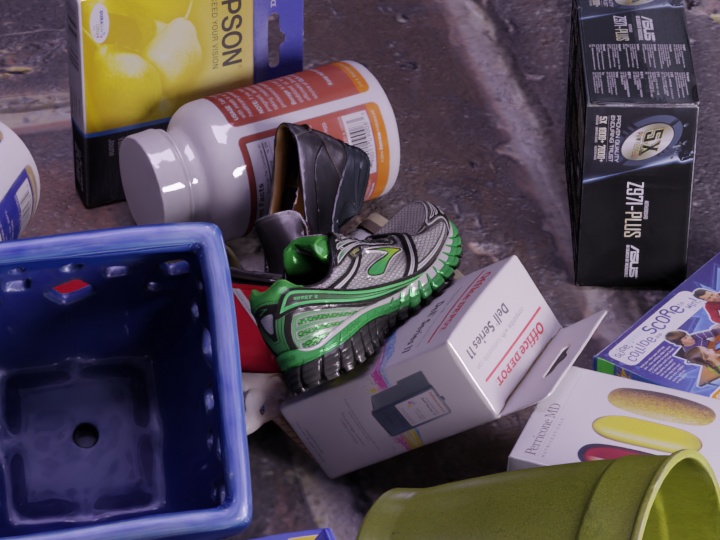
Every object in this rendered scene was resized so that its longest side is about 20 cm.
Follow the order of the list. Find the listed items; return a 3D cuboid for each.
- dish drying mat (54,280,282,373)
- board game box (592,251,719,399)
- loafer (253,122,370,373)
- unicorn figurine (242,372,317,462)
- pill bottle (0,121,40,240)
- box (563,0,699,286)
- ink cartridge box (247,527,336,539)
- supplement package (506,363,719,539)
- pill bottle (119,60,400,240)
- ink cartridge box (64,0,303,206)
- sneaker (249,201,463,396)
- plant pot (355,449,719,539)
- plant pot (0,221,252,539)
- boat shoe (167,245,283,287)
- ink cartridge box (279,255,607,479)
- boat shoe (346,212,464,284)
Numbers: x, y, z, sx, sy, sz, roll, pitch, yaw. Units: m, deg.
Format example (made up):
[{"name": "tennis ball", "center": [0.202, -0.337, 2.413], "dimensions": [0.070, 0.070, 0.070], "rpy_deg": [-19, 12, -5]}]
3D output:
[{"name": "dish drying mat", "center": [-0.136, 0.033, 1.816], "dimensions": [0.200, 0.018, 0.077], "rpy_deg": [6, 51, 19]}, {"name": "board game box", "center": [0.277, 0.052, 1.909], "dimensions": [0.135, 0.035, 0.200], "rpy_deg": [24, 41, 31]}, {"name": "loafer", "center": [-0.050, -0.018, 1.936], "dimensions": [0.072, 0.073, 0.200], "rpy_deg": [30, 49, -27]}, {"name": "unicorn figurine", "center": [-0.138, 0.076, 1.839], "dimensions": [0.137, 0.074, 0.200], "rpy_deg": [-22, 43, -23]}, {"name": "pill bottle", "center": [-0.323, -0.023, 1.941], "dimensions": [0.119, 0.120, 0.200], "rpy_deg": [9, 35, 12]}, {"name": "box", "center": [0.206, -0.108, 2.031], "dimensions": [0.086, 0.164, 0.200], "rpy_deg": [0, 34, 1]}, {"name": "ink cartridge box", "center": [-0.035, 0.241, 1.488], "dimensions": [0.076, 0.200, 0.137], "rpy_deg": [-9, 36, -13]}, {"name": "supplement package", "center": [0.203, 0.153, 1.698], "dimensions": [0.200, 0.110, 0.114], "rpy_deg": [12, 36, 17]}, {"name": "pill bottle", "center": [-0.079, -0.088, 2.044], "dimensions": [0.200, 0.112, 0.112], "rpy_deg": [-16, 38, -23]}, {"name": "ink cartridge box", "center": [-0.130, -0.157, 2.069], "dimensions": [0.200, 0.198, 0.047], "rpy_deg": [-13, 39, -17]}, {"name": "sneaker", "center": [0.000, 0.000, 1.785], "dimensions": [0.078, 0.085, 0.200], "rpy_deg": [-23, 13, 40]}, {"name": "plant pot", "center": [0.100, 0.200, 1.579], "dimensions": [0.192, 0.201, 0.200], "rpy_deg": [3, 33, 25]}, {"name": "plant pot", "center": [-0.177, 0.096, 1.677], "dimensions": [0.199, 0.180, 0.200], "rpy_deg": [-6, 73, -7]}, {"name": "boat shoe", "center": [-0.107, 0.013, 1.890], "dimensions": [0.201, 0.066, 0.072], "rpy_deg": [17, -7, 40]}, {"name": "ink cartridge box", "center": [0.056, 0.060, 1.778], "dimensions": [0.200, 0.067, 0.117], "rpy_deg": [-23, 18, 38]}, {"name": "boat shoe", "center": [0.038, 0.026, 1.920], "dimensions": [0.068, 0.075, 0.200], "rpy_deg": [-38, 32, -11]}]
